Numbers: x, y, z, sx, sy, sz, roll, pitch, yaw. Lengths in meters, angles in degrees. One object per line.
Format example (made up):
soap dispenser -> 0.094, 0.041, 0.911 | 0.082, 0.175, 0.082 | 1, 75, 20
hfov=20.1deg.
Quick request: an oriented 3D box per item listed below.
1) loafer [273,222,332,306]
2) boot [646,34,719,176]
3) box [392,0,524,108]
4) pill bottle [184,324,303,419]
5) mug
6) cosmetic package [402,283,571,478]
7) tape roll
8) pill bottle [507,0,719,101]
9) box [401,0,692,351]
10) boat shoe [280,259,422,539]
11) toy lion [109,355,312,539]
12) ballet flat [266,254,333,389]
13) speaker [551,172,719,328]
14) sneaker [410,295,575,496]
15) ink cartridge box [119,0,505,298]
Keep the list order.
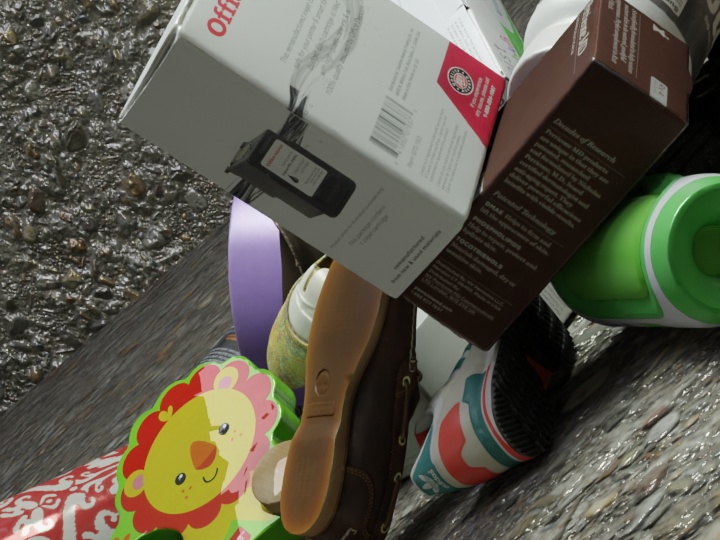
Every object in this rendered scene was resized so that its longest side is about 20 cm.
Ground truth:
loafer -> -0.030, 0.034, 1.494 | 0.071, 0.201, 0.073 | -23, 8, 5
boot -> 0.239, -0.112, 1.396 | 0.158, 0.079, 0.211 | -43, 9, 4
box -> 0.035, -0.133, 1.510 | 0.176, 0.096, 0.201 | -40, 45, 17
pill bottle -> -0.109, 0.124, 1.751 | 0.200, 0.106, 0.106 | -48, 10, -29
mug -> -0.216, 0.203, 1.601 | 0.199, 0.134, 0.177 | -27, 32, -23
cosmetic package -> 0.074, 0.039, 1.406 | 0.200, 0.085, 0.107 | -50, 10, -33
tape roll -> -0.037, 0.008, 1.635 | 0.084, 0.202, 0.200 | -5, 21, 15
pill bottle -> 0.173, -0.159, 1.320 | 0.114, 0.114, 0.200 | -34, 17, 45
box -> 0.108, -0.058, 1.205 | 0.200, 0.075, 0.100 | -49, 14, 30
boat shoe -> 0.003, 0.075, 1.277 | 0.070, 0.070, 0.202 | 5, 80, 56
toy lion -> -0.107, 0.159, 1.367 | 0.201, 0.069, 0.191 | -53, 42, -7
ballet flat -> 0.000, 0.000, 1.414 | 0.200, 0.071, 0.071 | -43, 9, 6
speaker -> 0.174, -0.010, 1.187 | 0.088, 0.089, 0.200 | -45, 9, -11
sneaker -> 0.075, 0.073, 1.281 | 0.093, 0.070, 0.200 | -33, 15, 23
ink cartridge box -> -0.025, -0.102, 1.199 | 0.083, 0.199, 0.146 | -48, 15, 41
